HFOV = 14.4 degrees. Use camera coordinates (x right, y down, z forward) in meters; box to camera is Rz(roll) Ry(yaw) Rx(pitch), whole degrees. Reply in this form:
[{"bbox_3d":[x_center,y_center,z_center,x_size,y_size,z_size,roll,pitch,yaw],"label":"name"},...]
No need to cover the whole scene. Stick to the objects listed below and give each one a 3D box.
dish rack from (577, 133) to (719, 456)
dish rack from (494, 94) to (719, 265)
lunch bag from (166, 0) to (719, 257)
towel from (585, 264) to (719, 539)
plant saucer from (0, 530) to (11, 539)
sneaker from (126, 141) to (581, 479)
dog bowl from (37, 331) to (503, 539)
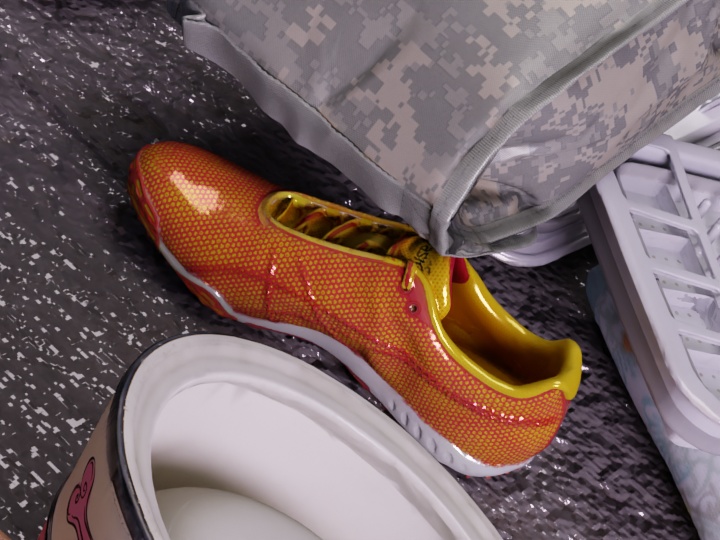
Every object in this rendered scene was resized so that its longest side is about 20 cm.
[{"bbox_3d":[0.181,0.026,1.194,0.199,0.044,0.172,11,42,-30],"label":"dish rack"},{"bbox_3d":[0.088,-0.118,1.265,0.171,0.044,0.201,-25,82,-27],"label":"dish rack"},{"bbox_3d":[0.041,-0.104,1.137,0.200,0.118,0.164,-36,65,-26],"label":"lunch bag"},{"bbox_3d":[0.205,0.070,1.238,0.199,0.048,0.172,7,42,-34],"label":"towel"},{"bbox_3d":[-0.169,0.131,0.862,0.200,0.032,0.201,22,35,-17],"label":"plant saucer"},{"bbox_3d":[0.000,0.000,1.126,0.200,0.077,0.073,31,36,-2],"label":"sneaker"},{"bbox_3d":[-0.023,0.120,0.931,0.200,0.074,0.200,37,25,-20],"label":"dog bowl"}]
